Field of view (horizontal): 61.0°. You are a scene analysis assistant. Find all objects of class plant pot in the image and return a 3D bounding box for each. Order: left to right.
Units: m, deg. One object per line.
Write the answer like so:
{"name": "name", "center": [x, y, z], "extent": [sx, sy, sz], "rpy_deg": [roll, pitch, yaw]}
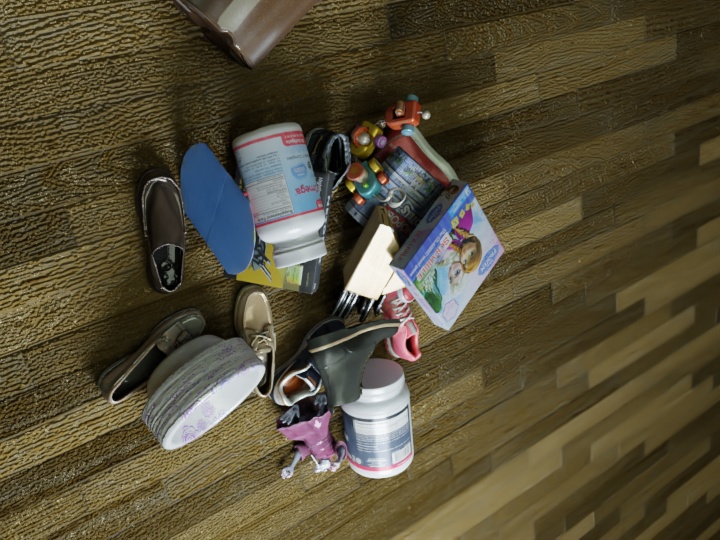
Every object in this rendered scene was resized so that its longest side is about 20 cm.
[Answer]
{"name": "plant pot", "center": [-0.156, -0.418, 0.883], "extent": [0.199, 0.200, 0.200], "rpy_deg": [-50, 124, -1]}

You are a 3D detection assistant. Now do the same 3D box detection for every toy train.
{"name": "toy train", "center": [0.036, -0.213, 1.063], "extent": [0.055, 0.149, 0.202], "rpy_deg": [25, 72, -52]}

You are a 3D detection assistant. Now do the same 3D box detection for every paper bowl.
{"name": "paper bowl", "center": [-0.262, 0.185, 0.993], "extent": [0.200, 0.104, 0.201], "rpy_deg": [-41, 165, -13]}

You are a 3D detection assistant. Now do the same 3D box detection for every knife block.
{"name": "knife block", "center": [0.000, 0.000, 1.118], "extent": [0.174, 0.064, 0.201], "rpy_deg": [-19, 127, 8]}

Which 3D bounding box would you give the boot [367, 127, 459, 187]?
{"name": "boot", "center": [0.097, -0.171, 1.180], "extent": [0.200, 0.072, 0.145], "rpy_deg": [40, 82, -27]}

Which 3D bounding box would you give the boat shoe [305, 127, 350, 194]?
{"name": "boat shoe", "center": [-0.071, -0.145, 1.063], "extent": [0.070, 0.091, 0.203], "rpy_deg": [1, 103, -32]}

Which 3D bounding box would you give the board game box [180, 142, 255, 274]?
{"name": "board game box", "center": [-0.205, -0.098, 0.930], "extent": [0.039, 0.200, 0.158], "rpy_deg": [-24, 157, -39]}

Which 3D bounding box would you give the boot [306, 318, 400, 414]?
{"name": "boot", "center": [0.001, 0.171, 1.142], "extent": [0.198, 0.077, 0.140], "rpy_deg": [-13, 86, -30]}

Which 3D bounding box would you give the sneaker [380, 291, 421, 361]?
{"name": "sneaker", "center": [0.085, 0.093, 1.233], "extent": [0.073, 0.087, 0.202], "rpy_deg": [-26, 116, -25]}

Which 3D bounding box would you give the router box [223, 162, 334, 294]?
{"name": "router box", "center": [-0.136, -0.075, 1.015], "extent": [0.155, 0.052, 0.202], "rpy_deg": [10, 100, 6]}

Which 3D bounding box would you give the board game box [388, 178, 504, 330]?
{"name": "board game box", "center": [0.165, -0.025, 1.121], "extent": [0.201, 0.041, 0.200], "rpy_deg": [-53, 133, -12]}

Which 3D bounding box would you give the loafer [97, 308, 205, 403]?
{"name": "loafer", "center": [-0.331, 0.143, 0.995], "extent": [0.200, 0.063, 0.072], "rpy_deg": [-40, 120, -17]}

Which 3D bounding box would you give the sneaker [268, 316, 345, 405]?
{"name": "sneaker", "center": [-0.088, 0.176, 1.152], "extent": [0.200, 0.079, 0.079], "rpy_deg": [-47, 121, -14]}

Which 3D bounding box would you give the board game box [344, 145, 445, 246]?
{"name": "board game box", "center": [0.076, -0.094, 1.148], "extent": [0.199, 0.062, 0.200], "rpy_deg": [32, 106, -38]}

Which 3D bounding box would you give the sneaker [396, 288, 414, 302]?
{"name": "sneaker", "center": [0.150, -0.023, 1.198], "extent": [0.071, 0.112, 0.201], "rpy_deg": [46, 62, -38]}

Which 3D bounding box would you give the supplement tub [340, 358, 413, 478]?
{"name": "supplement tub", "center": [0.033, 0.294, 1.224], "extent": [0.139, 0.140, 0.202], "rpy_deg": [-16, 111, -28]}

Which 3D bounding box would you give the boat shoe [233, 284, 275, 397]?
{"name": "boat shoe", "center": [-0.179, 0.125, 1.086], "extent": [0.071, 0.064, 0.202], "rpy_deg": [-12, 110, -29]}

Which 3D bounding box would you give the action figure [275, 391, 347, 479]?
{"name": "action figure", "center": [-0.091, 0.322, 1.200], "extent": [0.150, 0.132, 0.201], "rpy_deg": [-76, 155, -47]}

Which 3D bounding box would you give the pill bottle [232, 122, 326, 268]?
{"name": "pill bottle", "center": [-0.116, -0.111, 0.923], "extent": [0.108, 0.108, 0.202], "rpy_deg": [-19, 97, -27]}

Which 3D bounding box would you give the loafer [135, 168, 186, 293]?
{"name": "loafer", "center": [-0.300, -0.056, 0.954], "extent": [0.072, 0.071, 0.202], "rpy_deg": [-13, 110, -29]}
